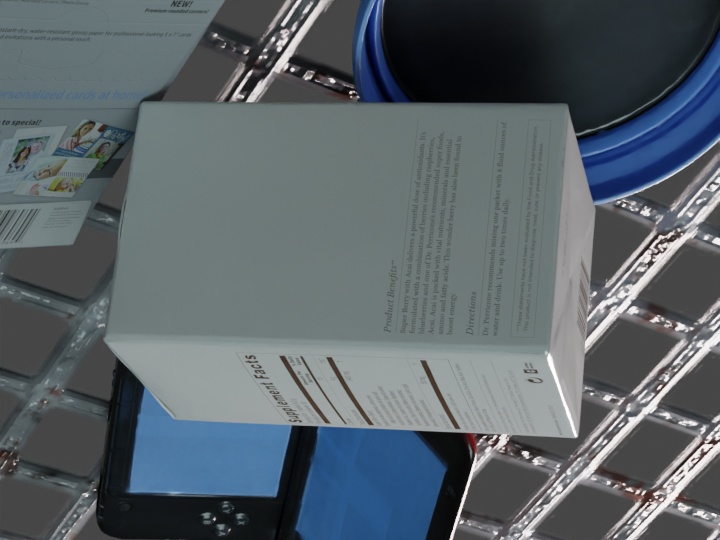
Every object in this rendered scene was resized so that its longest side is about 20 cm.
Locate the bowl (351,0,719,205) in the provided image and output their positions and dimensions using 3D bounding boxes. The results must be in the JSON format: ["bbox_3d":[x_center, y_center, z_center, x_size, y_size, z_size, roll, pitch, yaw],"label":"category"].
[{"bbox_3d":[0.094,-0.114,1.014,0.200,0.039,0.201,-5,134,-5],"label":"bowl"}]

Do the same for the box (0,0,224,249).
[{"bbox_3d":[-0.153,-0.088,0.953,0.156,0.041,0.200,-5,143,-45],"label":"box"}]

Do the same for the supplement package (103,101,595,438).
[{"bbox_3d":[0.000,0.000,0.995,0.200,0.121,0.120,2,159,13],"label":"supplement package"}]

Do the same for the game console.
[{"bbox_3d":[-0.047,0.113,1.152,0.172,0.119,0.200,2,132,-12],"label":"game console"}]
